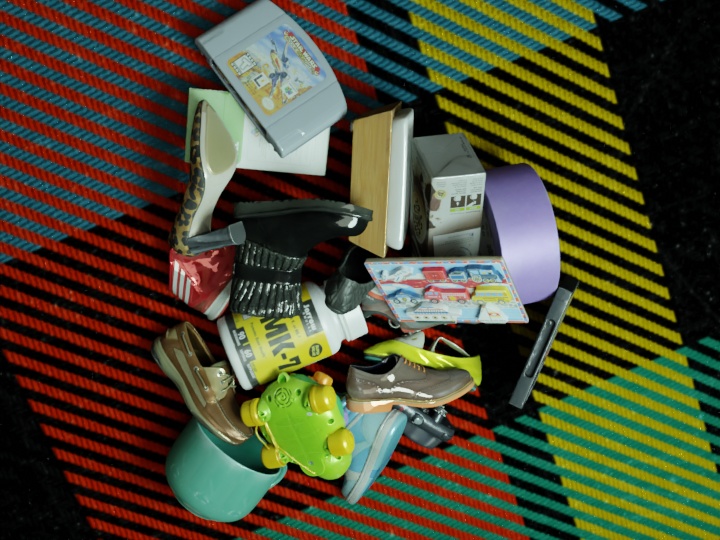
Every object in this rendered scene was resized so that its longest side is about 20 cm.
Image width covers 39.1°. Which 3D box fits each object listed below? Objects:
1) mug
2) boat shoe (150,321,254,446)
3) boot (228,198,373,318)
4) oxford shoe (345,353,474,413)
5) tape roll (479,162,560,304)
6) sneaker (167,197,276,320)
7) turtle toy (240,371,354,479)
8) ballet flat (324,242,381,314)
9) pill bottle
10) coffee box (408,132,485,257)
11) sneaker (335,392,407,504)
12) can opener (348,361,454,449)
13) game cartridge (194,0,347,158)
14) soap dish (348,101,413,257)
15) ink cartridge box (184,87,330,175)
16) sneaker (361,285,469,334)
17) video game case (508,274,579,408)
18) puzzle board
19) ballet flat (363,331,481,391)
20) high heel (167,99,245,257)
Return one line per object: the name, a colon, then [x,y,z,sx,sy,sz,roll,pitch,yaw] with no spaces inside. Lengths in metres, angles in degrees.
mug: [-0.197,0.302,1.490,0.185,0.152,0.115,35,99,-17]
boat shoe: [-0.218,0.160,1.457,0.074,0.076,0.200,-41,85,13]
boot: [-0.081,-0.014,1.362,0.210,0.079,0.159,0,89,24]
oxford shoe: [0.075,0.159,1.483,0.199,0.071,0.073,-7,103,-19]
tape roll: [0.211,-0.049,1.452,0.084,0.200,0.201,-12,106,-7]
sneaker: [-0.205,-0.035,1.441,0.115,0.078,0.201,30,96,-18]
turtle toy: [-0.074,0.225,1.458,0.145,0.101,0.201,-13,114,20]
ballet flat: [0.000,0.000,1.429,0.066,0.200,0.057,35,119,-4]
pill bottle: [-0.098,0.085,1.473,0.199,0.114,0.115,-23,108,-5]
coffee box: [0.119,-0.078,1.439,0.079,0.113,0.201,-7,127,-9]
sneaker: [-0.016,0.261,1.563,0.130,0.079,0.201,33,124,13]
can opener: [0.062,0.207,1.562,0.200,0.063,0.079,37,96,-18]
game cartridge: [-0.114,-0.267,1.372,0.133,0.042,0.200,-37,87,-13]
soap dish: [0.029,-0.133,1.425,0.081,0.157,0.201,4,104,5]
ink cartridge box: [-0.144,-0.196,1.418,0.199,0.059,0.105,4,104,-12]
sneaker: [0.093,0.057,1.534,0.199,0.077,0.082,13,118,-7]
video game case: [0.276,0.101,1.511,0.025,0.200,0.182,24,100,12]
puzzle board: [0.119,0.032,1.401,0.199,0.017,0.151,0,144,26]
ballet flat: [0.099,0.130,1.556,0.199,0.067,0.067,18,79,-18]
high heel: [-0.231,-0.121,1.374,0.071,0.142,0.201,-12,92,-50]
